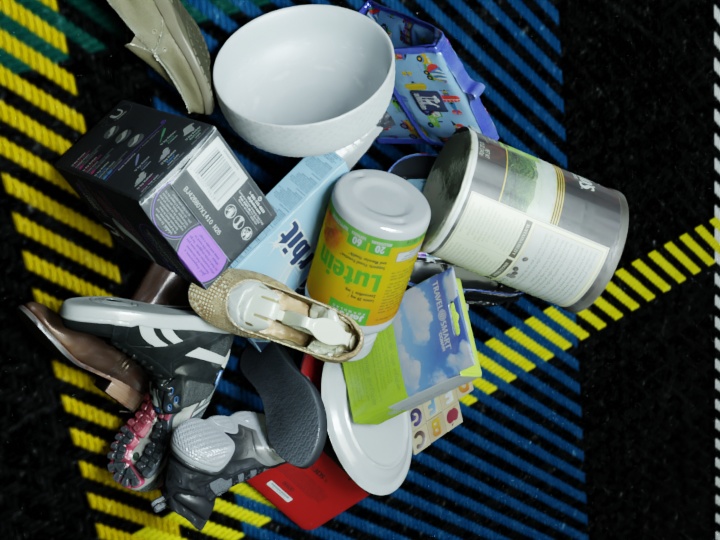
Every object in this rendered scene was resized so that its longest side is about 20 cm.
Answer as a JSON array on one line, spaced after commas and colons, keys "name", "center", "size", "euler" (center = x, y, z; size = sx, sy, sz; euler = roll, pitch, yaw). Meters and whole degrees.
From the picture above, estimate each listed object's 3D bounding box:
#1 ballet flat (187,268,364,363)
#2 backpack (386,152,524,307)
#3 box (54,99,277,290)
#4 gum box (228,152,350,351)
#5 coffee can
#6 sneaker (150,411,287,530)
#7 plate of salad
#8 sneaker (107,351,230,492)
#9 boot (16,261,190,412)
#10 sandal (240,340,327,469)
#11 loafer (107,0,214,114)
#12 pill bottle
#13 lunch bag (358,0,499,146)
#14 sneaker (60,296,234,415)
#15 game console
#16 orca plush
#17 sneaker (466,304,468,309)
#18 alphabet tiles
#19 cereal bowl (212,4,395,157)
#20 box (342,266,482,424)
[{"name": "ballet flat", "center": [-0.080, 0.045, 1.156], "size": [0.197, 0.065, 0.072], "euler": [17, 82, -21]}, {"name": "backpack", "center": [0.103, -0.050, 1.371], "size": [0.197, 0.134, 0.186], "euler": [2, 82, -18]}, {"name": "box", "center": [-0.196, -0.080, 1.109], "size": [0.106, 0.199, 0.123], "euler": [-47, 128, -18]}, {"name": "gum box", "center": [-0.080, -0.023, 1.262], "size": [0.200, 0.044, 0.170], "euler": [-45, 153, -10]}, {"name": "coffee can", "center": [0.177, -0.055, 1.247], "size": [0.197, 0.146, 0.149], "euler": [20, 91, -13]}, {"name": "sneaker", "center": [-0.155, 0.226, 1.261], "size": [0.199, 0.075, 0.115], "euler": [8, 117, -54]}, {"name": "plate of salad", "center": [0.003, 0.181, 1.398], "size": [0.199, 0.048, 0.203], "euler": [36, 44, -45]}, {"name": "sneaker", "center": [-0.212, 0.154, 1.261], "size": [0.202, 0.080, 0.075], "euler": [-58, 158, -8]}, {"name": "boot", "center": [-0.246, 0.022, 1.196], "size": [0.201, 0.064, 0.187], "euler": [-55, 131, -15]}, {"name": "sandal", "center": [-0.080, 0.145, 1.279], "size": [0.076, 0.201, 0.043], "euler": [-45, 131, 13]}, {"name": "loafer", "center": [-0.205, -0.241, 1.141], "size": [0.066, 0.077, 0.202], "euler": [-17, 131, 7]}, {"name": "pill bottle", "center": [0.000, 0.000, 1.240], "size": [0.110, 0.111, 0.202], "euler": [-13, 136, -36]}, {"name": "lunch bag", "center": [0.075, -0.218, 1.290], "size": [0.094, 0.199, 0.151], "euler": [-47, 127, -18]}, {"name": "sneaker", "center": [-0.219, 0.092, 1.146], "size": [0.198, 0.073, 0.114], "euler": [8, 96, -39]}, {"name": "game console", "center": [-0.063, 0.208, 1.431], "size": [0.171, 0.119, 0.200], "euler": [-33, 128, 10]}, {"name": "orca plush", "center": [-0.058, -0.132, 1.288], "size": [0.201, 0.071, 0.105], "euler": [-51, 151, 17]}, {"name": "sneaker", "center": [0.098, 0.011, 1.474], "size": [0.090, 0.077, 0.204], "euler": [14, 84, -26]}, {"name": "alphabet tiles", "center": [0.086, 0.139, 1.521], "size": [0.165, 0.006, 0.203], "euler": [-27, 113, -36]}, {"name": "cereal bowl", "center": [-0.057, -0.193, 1.205], "size": [0.199, 0.199, 0.084], "euler": [-39, 146, -23]}, {"name": "box", "center": [0.060, 0.090, 1.296], "size": [0.047, 0.199, 0.124], "euler": [9, 60, -44]}]
